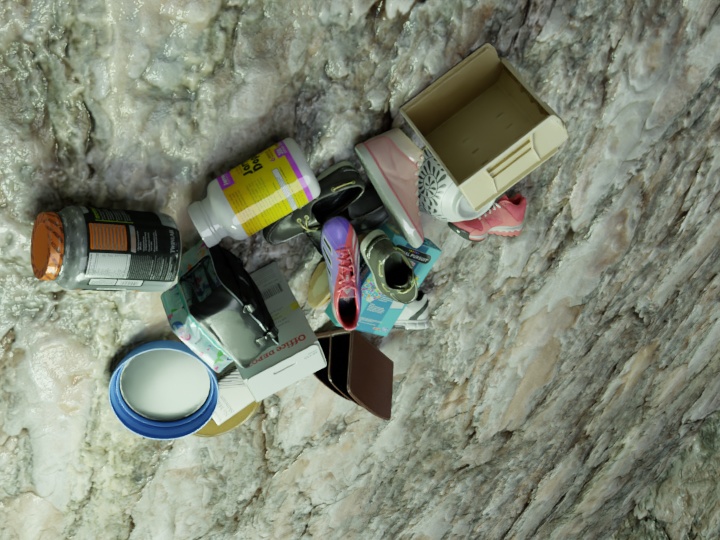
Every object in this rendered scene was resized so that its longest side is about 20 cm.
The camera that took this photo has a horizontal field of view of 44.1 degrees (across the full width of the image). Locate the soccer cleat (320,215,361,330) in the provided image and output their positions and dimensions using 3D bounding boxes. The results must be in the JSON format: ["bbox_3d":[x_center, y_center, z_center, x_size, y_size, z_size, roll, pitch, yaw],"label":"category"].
[{"bbox_3d":[-0.027,0.005,1.514,0.067,0.073,0.203,-8,118,-7],"label":"soccer cleat"}]

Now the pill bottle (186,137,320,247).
[{"bbox_3d":[-0.169,-0.117,1.391,0.198,0.105,0.105,-30,143,-4],"label":"pill bottle"}]

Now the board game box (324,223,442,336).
[{"bbox_3d":[0.043,0.020,1.642,0.150,0.047,0.201,16,112,-49],"label":"board game box"}]

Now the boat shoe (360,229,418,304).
[{"bbox_3d":[0.060,0.008,1.559,0.072,0.060,0.202,-41,142,-5],"label":"boat shoe"}]

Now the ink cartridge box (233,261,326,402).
[{"bbox_3d":[-0.165,0.107,1.560,0.144,0.201,0.084,-27,143,-6],"label":"ink cartridge box"}]

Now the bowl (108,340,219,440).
[{"bbox_3d":[-0.356,0.217,1.617,0.197,0.040,0.204,-3,118,-6],"label":"bowl"}]

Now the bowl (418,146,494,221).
[{"bbox_3d":[0.189,-0.156,1.615,0.198,0.095,0.203,-20,141,-17],"label":"bowl"}]

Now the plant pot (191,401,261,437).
[{"bbox_3d":[-0.283,0.278,1.808,0.197,0.028,0.202,-19,140,-17],"label":"plant pot"}]

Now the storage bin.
[{"bbox_3d":[0.202,-0.236,1.446,0.197,0.201,0.094,-36,144,6],"label":"storage bin"}]

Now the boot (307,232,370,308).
[{"bbox_3d":[0.000,-0.001,1.668,0.143,0.071,0.202,12,120,-43],"label":"boot"}]

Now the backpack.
[{"bbox_3d":[-0.234,0.051,1.451,0.149,0.201,0.178,-32,134,6],"label":"backpack"}]

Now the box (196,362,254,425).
[{"bbox_3d":[-0.216,0.201,1.709,0.199,0.068,0.083,-36,112,-2],"label":"box"}]

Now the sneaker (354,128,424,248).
[{"bbox_3d":[0.080,-0.145,1.497,0.104,0.075,0.202,-31,99,-8],"label":"sneaker"}]

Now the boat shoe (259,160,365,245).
[{"bbox_3d":[-0.082,-0.104,1.502,0.200,0.061,0.072,-37,140,5],"label":"boat shoe"}]

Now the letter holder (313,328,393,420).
[{"bbox_3d":[-0.017,0.225,1.822,0.099,0.144,0.200,-11,150,24],"label":"letter holder"}]

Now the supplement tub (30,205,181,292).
[{"bbox_3d":[-0.378,-0.031,1.321,0.198,0.123,0.123,4,130,-37],"label":"supplement tub"}]

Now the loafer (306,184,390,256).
[{"bbox_3d":[-0.007,-0.104,1.552,0.199,0.073,0.072,-38,138,5],"label":"loafer"}]

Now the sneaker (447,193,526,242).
[{"bbox_3d":[0.249,-0.114,1.737,0.198,0.074,0.088,-9,128,-38],"label":"sneaker"}]

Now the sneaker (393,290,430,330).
[{"bbox_3d":[0.053,0.077,1.809,0.197,0.074,0.081,-1,104,-28],"label":"sneaker"}]
